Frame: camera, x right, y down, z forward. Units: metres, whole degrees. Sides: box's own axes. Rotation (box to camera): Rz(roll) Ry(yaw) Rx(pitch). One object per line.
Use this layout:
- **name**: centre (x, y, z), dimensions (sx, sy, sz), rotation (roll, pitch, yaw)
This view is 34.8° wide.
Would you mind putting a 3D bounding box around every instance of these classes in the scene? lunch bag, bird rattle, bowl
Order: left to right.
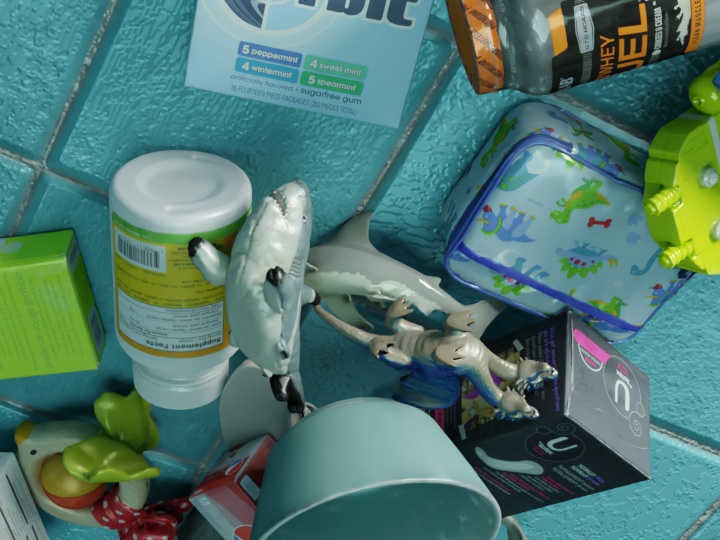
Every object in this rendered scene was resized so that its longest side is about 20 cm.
- **bird rattle**: centre (-0.246, 0.197, 1.099), dimensions (0.163, 0.113, 0.200), rotation (7, 137, 8)
- **bowl**: centre (0.003, 0.175, 0.915), dimensions (0.200, 0.105, 0.201), rotation (-8, 141, -7)
- **lunch bag**: centre (0.176, -0.031, 0.949), dimensions (0.200, 0.083, 0.161), rotation (25, 123, -17)

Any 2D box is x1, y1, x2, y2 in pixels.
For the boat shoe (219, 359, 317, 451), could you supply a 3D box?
- **boat shoe**: centre (-0.074, 0.136, 1.040), dimensions (0.074, 0.093, 0.200), rotation (19, 131, 15)

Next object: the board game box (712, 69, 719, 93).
- **board game box**: centre (0.375, -0.148, 0.826), dimensions (0.200, 0.056, 0.196), rotation (-50, 129, 3)

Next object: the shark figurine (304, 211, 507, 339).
- **shark figurine**: centre (0.016, -0.004, 0.958), dimensions (0.214, 0.090, 0.128), rotation (11, 149, 12)

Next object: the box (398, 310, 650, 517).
- **box**: centre (0.137, 0.135, 1.003), dimensions (0.200, 0.106, 0.122), rotation (-25, 131, 38)

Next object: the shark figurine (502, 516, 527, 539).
- **shark figurine**: centre (0.071, 0.228, 1.128), dimensions (0.214, 0.128, 0.089), rotation (14, 149, -26)

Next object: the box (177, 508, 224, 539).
- **box**: centre (-0.117, 0.351, 1.124), dimensions (0.171, 0.200, 0.199), rotation (28, 118, -17)

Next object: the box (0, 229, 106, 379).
- **box**: centre (-0.333, 0.038, 0.993), dimensions (0.199, 0.048, 0.122), rotation (-7, 123, 2)

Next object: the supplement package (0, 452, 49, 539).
- **supplement package**: centre (-0.414, 0.260, 1.079), dimensions (0.199, 0.111, 0.156), rotation (-1, 125, 13)

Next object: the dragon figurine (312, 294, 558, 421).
- **dragon figurine**: centre (0.053, 0.073, 0.917), dimensions (0.199, 0.059, 0.100), rotation (5, 146, 24)

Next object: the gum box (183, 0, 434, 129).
- **gum box**: centre (-0.030, -0.215, 0.836), dimensions (0.169, 0.045, 0.200), rotation (10, 122, -10)

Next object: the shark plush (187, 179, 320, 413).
- **shark plush**: centre (-0.052, 0.034, 0.885), dimensions (0.091, 0.083, 0.200), rotation (8, 126, 39)

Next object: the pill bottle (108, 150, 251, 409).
- **pill bottle**: centre (-0.147, 0.013, 0.945), dimensions (0.111, 0.111, 0.200), rotation (3, 124, -4)

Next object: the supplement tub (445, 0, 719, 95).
- **supplement tub**: centre (0.164, -0.196, 0.799), dimensions (0.199, 0.123, 0.123), rotation (-16, 124, 2)

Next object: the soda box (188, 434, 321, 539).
- **soda box**: centre (-0.054, 0.241, 1.001), dimensions (0.070, 0.063, 0.200), rotation (-27, 108, 40)

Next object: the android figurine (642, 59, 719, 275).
- **android figurine**: centre (0.288, -0.076, 0.879), dimensions (0.200, 0.041, 0.182), rotation (-32, 118, -25)
